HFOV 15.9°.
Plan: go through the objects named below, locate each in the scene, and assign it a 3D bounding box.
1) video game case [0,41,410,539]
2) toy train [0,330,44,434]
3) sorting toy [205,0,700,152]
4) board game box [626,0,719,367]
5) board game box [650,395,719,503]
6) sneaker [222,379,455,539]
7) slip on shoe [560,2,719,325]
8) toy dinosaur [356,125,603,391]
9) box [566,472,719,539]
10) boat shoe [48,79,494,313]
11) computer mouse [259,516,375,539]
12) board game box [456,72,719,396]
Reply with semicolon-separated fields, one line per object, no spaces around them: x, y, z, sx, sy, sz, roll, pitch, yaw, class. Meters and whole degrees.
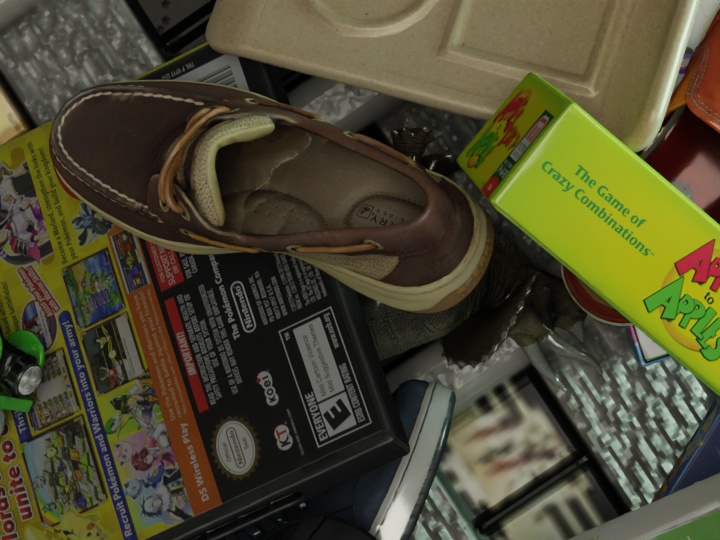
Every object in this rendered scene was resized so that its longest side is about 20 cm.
-0.092;0.021;1.063;0.180;0.025;0.201;-25;65;11;video game case
-0.212;0.014;1.078;0.199;0.042;0.057;30;97;29;toy train
0.053;-0.151;1.060;0.199;0.036;0.186;14;76;18;sorting toy
0.158;-0.078;1.090;0.152;0.040;0.201;-17;91;4;board game box
0.187;0.119;1.074;0.135;0.034;0.201;31;107;2;board game box
-0.061;0.107;1.090;0.146;0.077;0.203;33;94;-1;sneaker
0.153;-0.061;1.040;0.074;0.061;0.200;39;93;3;slip on shoe
0.000;0.000;1.083;0.198;0.077;0.103;-4;77;0;toy dinosaur
0.150;0.187;1.053;0.144;0.036;0.201;-27;106;29;box
-0.045;-0.040;1.010;0.199;0.072;0.073;21;80;27;boat shoe
-0.045;0.204;1.031;0.200;0.046;0.141;-39;96;6;computer mouse
0.131;0.011;0.968;0.200;0.102;0.048;39;95;-10;board game box
